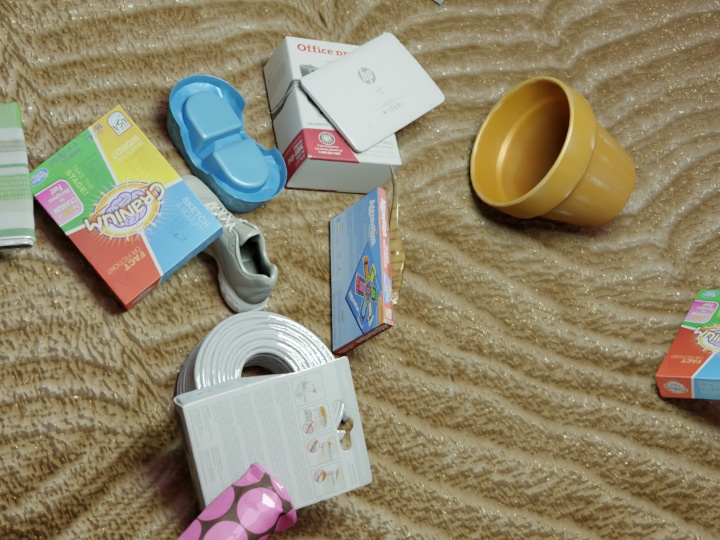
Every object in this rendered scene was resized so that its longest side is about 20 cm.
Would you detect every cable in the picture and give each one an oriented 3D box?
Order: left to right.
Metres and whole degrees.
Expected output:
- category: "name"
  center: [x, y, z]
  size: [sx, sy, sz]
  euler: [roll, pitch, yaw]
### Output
- category: "cable"
  center: [-0.115, 0.146, 1.615]
  size: [0.200, 0.069, 0.200]
  euler: [-32, 80, -38]

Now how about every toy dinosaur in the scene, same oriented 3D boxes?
- category: "toy dinosaur"
  center: [0.042, -0.023, 1.780]
  size: [0.060, 0.106, 0.200]
  euler: [13, 56, -21]

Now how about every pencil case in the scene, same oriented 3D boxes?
- category: "pencil case"
  center: [-0.154, 0.304, 1.449]
  size: [0.200, 0.094, 0.091]
  euler: [-43, 44, -16]

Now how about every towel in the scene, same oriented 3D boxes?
- category: "towel"
  center: [-0.464, -0.107, 1.588]
  size: [0.149, 0.031, 0.200]
  euler: [-4, 61, -16]

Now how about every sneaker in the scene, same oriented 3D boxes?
- category: "sneaker"
  center: [-0.163, -0.048, 1.691]
  size: [0.076, 0.092, 0.200]
  euler: [-28, 77, -39]

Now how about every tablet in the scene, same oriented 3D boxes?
- category: "tablet"
  center: [0.019, -0.248, 1.855]
  size: [0.130, 0.014, 0.200]
  euler: [50, 49, 5]

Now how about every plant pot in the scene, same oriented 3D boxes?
- category: "plant pot"
  center: [0.292, -0.152, 1.954]
  size: [0.183, 0.200, 0.201]
  euler: [25, 51, -33]

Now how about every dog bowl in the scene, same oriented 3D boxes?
- category: "dog bowl"
  center: [-0.182, -0.162, 1.778]
  size: [0.111, 0.050, 0.200]
  euler: [-26, 76, -37]

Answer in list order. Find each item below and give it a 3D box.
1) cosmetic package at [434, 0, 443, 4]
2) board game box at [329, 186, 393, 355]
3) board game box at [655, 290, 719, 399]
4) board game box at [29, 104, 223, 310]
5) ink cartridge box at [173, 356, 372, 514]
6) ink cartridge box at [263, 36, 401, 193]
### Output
- category: "cosmetic package"
  center: [0.075, -0.522, 2.111]
  size: [0.200, 0.085, 0.108]
  euler: [32, 52, -9]
- category: "board game box"
  center: [0.000, 0.000, 1.745]
  size: [0.019, 0.103, 0.200]
  euler: [21, 53, -33]
- category: "board game box"
  center: [0.531, 0.105, 1.938]
  size: [0.200, 0.153, 0.040]
  euler: [-52, 128, -40]
- category: "board game box"
  center: [-0.286, -0.077, 1.633]
  size: [0.153, 0.040, 0.200]
  euler: [-40, 84, -10]
- category: "ink cartridge box"
  center: [-0.098, 0.193, 1.532]
  size: [0.200, 0.047, 0.161]
  euler: [-16, 104, -19]
- category: "ink cartridge box"
  center: [-0.040, -0.214, 1.864]
  size: [0.146, 0.083, 0.200]
  euler: [2, 61, -28]
